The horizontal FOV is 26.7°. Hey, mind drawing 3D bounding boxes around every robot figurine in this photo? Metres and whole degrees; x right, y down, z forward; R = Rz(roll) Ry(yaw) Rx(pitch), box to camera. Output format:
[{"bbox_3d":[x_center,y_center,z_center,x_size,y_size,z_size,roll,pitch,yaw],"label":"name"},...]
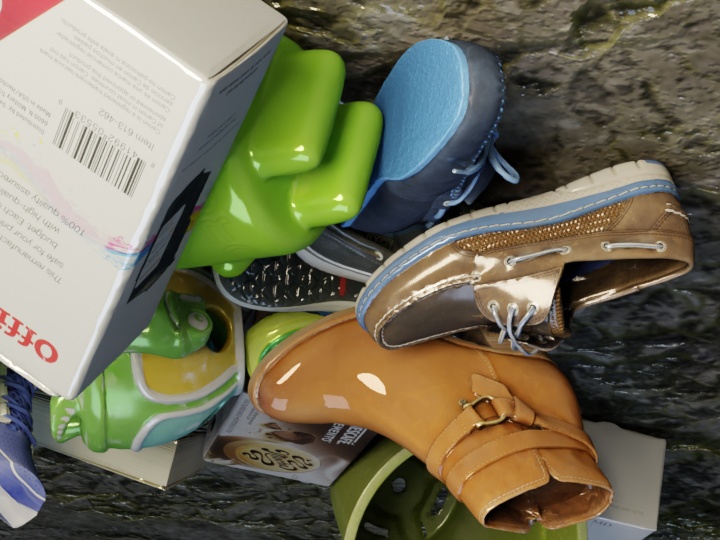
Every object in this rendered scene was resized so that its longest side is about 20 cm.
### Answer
[{"bbox_3d":[-0.089,-0.061,0.809,0.198,0.117,0.176,-7,145,30],"label":"robot figurine"}]

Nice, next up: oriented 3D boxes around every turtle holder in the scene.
[{"bbox_3d":[-0.145,0.042,1.027,0.130,0.142,0.187,-1,141,-10],"label":"turtle holder"}]

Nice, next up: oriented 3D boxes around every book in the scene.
[{"bbox_3d":[-0.228,0.125,1.258,0.197,0.049,0.134,16,180,10],"label":"book"}]

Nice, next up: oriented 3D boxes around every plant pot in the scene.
[{"bbox_3d":[0.056,0.200,1.227,0.198,0.203,0.190,16,-176,-17],"label":"plant pot"}]

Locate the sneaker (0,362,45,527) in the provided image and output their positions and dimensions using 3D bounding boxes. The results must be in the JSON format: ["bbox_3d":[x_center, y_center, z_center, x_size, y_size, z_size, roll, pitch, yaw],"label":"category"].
[{"bbox_3d":[-0.259,0.077,1.079,0.199,0.115,0.081,42,164,44],"label":"sneaker"}]

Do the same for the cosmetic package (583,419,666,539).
[{"bbox_3d":[0.181,0.201,1.329,0.106,0.086,0.200,14,156,-4],"label":"cosmetic package"}]

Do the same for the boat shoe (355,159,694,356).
[{"bbox_3d":[0.093,0.005,0.858,0.198,0.073,0.072,-24,147,6],"label":"boat shoe"}]

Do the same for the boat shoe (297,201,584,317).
[{"bbox_3d":[0.052,-0.014,0.927,0.197,0.069,0.057,12,155,-3],"label":"boat shoe"}]

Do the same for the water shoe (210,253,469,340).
[{"bbox_3d":[0.000,0.000,0.998,0.197,0.073,0.079,11,-177,-11],"label":"water shoe"}]

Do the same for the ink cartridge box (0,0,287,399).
[{"bbox_3d":[-0.144,-0.063,0.709,0.145,0.083,0.201,34,126,5],"label":"ink cartridge box"}]

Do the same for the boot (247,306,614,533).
[{"bbox_3d":[0.043,0.094,0.901,0.197,0.156,0.074,-9,133,-15],"label":"boot"}]

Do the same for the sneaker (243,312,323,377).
[{"bbox_3d":[0.015,0.067,1.064,0.197,0.085,0.074,-3,171,-17],"label":"sneaker"}]

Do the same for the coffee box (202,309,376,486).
[{"bbox_3d":[-0.049,0.097,1.179,0.111,0.081,0.200,13,156,-10],"label":"coffee box"}]

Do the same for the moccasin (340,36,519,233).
[{"bbox_3d":[0.043,-0.072,0.810,0.067,0.082,0.200,7,168,-15],"label":"moccasin"}]

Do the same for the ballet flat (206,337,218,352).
[{"bbox_3d":[-0.188,0.046,1.160,0.197,0.069,0.062,4,-175,17],"label":"ballet flat"}]
